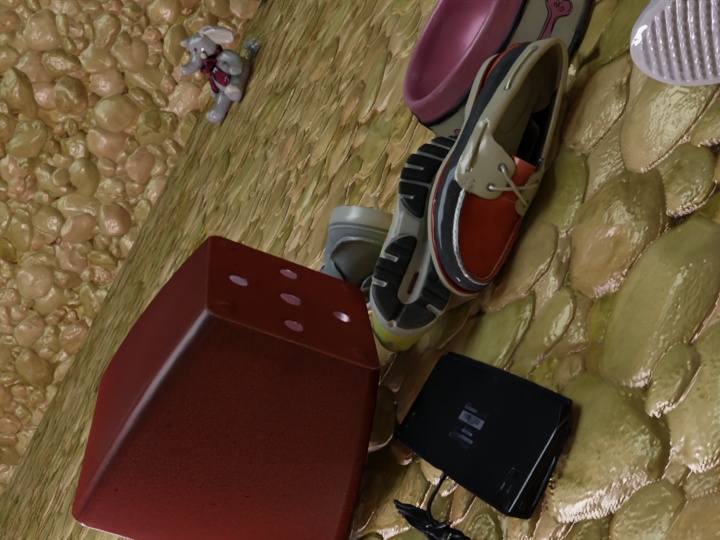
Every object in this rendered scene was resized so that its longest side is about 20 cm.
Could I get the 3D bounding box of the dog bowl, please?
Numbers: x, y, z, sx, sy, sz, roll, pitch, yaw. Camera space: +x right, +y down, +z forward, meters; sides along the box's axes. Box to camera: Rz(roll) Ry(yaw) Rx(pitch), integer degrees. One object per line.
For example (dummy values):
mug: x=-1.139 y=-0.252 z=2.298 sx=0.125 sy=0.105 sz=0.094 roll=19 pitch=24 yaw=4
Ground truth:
dog bowl: x=0.109 y=-0.197 z=0.934 sx=0.200 sy=0.074 sz=0.200 roll=-53 pitch=21 yaw=31

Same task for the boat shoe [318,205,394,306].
boat shoe: x=-0.001 y=0.000 z=0.950 sx=0.201 sy=0.070 sz=0.072 roll=112 pitch=170 yaw=-75

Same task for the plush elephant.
plush elephant: x=-0.319 y=-0.450 z=2.351 sx=0.165 sy=0.155 sz=0.200 roll=-21 pitch=46 yaw=65

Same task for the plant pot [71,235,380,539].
plant pot: x=-0.087 y=0.092 z=0.839 sx=0.200 sy=0.200 sz=0.176 roll=-102 pitch=35 yaw=-63

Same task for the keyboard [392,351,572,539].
keyboard: x=0.065 y=0.122 z=0.702 sx=0.127 sy=0.021 sz=0.200 roll=-59 pitch=16 yaw=-5

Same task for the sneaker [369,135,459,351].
sneaker: x=0.052 y=-0.022 z=0.856 sx=0.090 sy=0.078 sz=0.200 roll=102 pitch=-166 yaw=-58

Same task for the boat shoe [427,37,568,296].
boat shoe: x=0.104 y=-0.078 z=0.793 sx=0.063 sy=0.071 sz=0.200 roll=-8 pitch=60 yaw=55

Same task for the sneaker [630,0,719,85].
sneaker: x=0.234 y=-0.185 z=0.588 sx=0.200 sy=0.073 sz=0.114 roll=-34 pitch=29 yaw=39
